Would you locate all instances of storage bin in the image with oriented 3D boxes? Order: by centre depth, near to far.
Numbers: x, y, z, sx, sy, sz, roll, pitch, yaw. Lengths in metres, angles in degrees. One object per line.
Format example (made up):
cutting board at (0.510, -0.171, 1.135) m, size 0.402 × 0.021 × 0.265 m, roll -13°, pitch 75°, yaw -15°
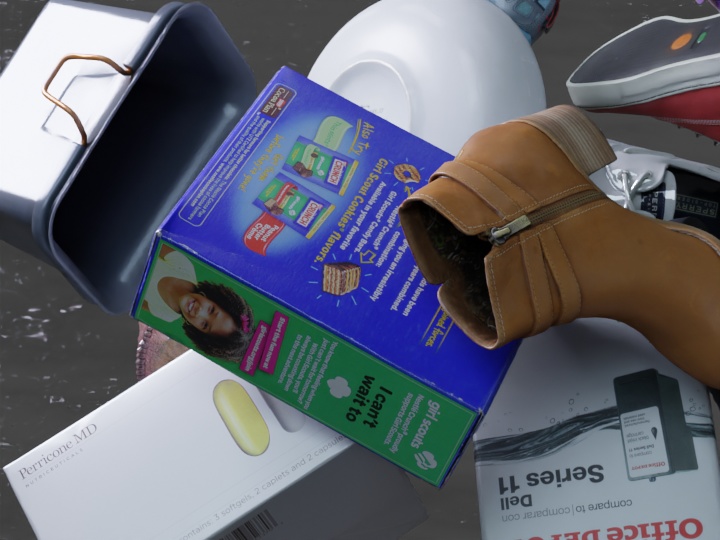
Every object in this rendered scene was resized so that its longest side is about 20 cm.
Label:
storage bin at (-0.189, -0.095, 1.308) m, size 0.133 × 0.146 × 0.201 m, roll 17°, pitch 68°, yaw 31°

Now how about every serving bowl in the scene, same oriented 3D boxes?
serving bowl at (0.022, -0.085, 1.231) m, size 0.199 × 0.065 × 0.202 m, roll -9°, pitch 77°, yaw 42°

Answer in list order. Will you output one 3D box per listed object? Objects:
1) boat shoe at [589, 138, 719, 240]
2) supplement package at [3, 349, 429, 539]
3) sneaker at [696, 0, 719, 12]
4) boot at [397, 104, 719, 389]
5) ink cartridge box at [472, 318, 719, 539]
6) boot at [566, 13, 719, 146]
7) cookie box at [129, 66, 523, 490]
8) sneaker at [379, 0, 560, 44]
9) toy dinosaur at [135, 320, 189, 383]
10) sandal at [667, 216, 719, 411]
boat shoe at (0.167, -0.046, 1.175) m, size 0.198 × 0.065 × 0.074 m, roll 0°, pitch 96°, yaw -26°
supplement package at (-0.082, 0.133, 1.150) m, size 0.199 × 0.156 × 0.111 m, roll -33°, pitch 61°, yaw -4°
sneaker at (0.255, -0.183, 1.258) m, size 0.080 × 0.088 × 0.201 m, roll -42°, pitch 56°, yaw 25°
boot at (0.120, 0.006, 1.028) m, size 0.155 × 0.077 × 0.201 m, roll -31°, pitch 84°, yaw -47°
ink cartridge box at (0.140, 0.100, 1.156) m, size 0.145 × 0.083 × 0.202 m, roll -9°, pitch 62°, yaw 8°
boot at (0.231, -0.092, 1.241) m, size 0.073 × 0.145 × 0.199 m, roll -50°, pitch 26°, yaw -25°
cookie box at (0.000, 0.000, 1.086) m, size 0.199 × 0.076 × 0.172 m, roll 28°, pitch 46°, yaw 5°
sneaker at (0.059, -0.221, 1.351) m, size 0.095 × 0.080 × 0.200 m, roll -37°, pitch 70°, yaw -18°
toy dinosaur at (-0.094, 0.021, 1.218) m, size 0.086 × 0.136 × 0.200 m, roll 34°, pitch 78°, yaw 25°
sandal at (0.230, 0.056, 1.126) m, size 0.043 × 0.076 × 0.202 m, roll -22°, pitch 98°, yaw 32°
